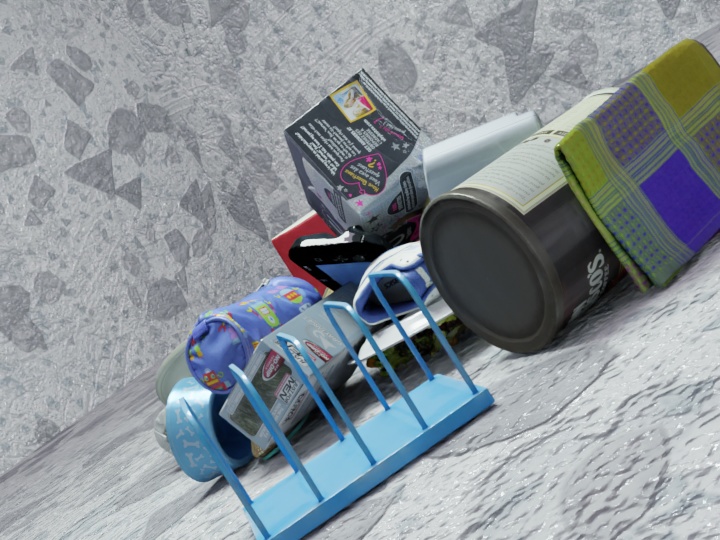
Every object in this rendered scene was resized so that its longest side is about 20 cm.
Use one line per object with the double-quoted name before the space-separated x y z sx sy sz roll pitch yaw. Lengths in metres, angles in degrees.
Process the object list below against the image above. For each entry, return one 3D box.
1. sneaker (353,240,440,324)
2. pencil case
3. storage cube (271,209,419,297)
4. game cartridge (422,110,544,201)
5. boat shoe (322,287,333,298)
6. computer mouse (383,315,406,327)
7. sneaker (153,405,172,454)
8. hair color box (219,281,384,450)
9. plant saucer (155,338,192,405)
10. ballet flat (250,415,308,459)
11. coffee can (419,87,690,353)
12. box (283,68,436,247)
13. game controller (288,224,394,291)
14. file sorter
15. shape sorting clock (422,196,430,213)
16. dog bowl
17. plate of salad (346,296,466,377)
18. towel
"sneaker" 0.079 -0.006 1.012 0.200 0.075 0.088 -36 8 27
"pencil case" -0.108 0.060 1.130 0.078 0.087 0.200 -41 -4 25
"storage cube" 0.020 -0.024 1.420 0.171 0.180 0.200 -30 7 23
"game cartridge" 0.145 -0.066 1.060 0.133 0.200 0.042 -24 48 17
"boat shoe" -0.011 0.027 1.295 0.201 0.071 0.076 -67 -10 15
"computer mouse" 0.029 0.079 1.258 0.059 0.034 0.200 -23 -10 -46
"sneaker" -0.160 0.171 1.329 0.199 0.078 0.099 -24 -1 17
"hair color box" -0.050 0.090 1.082 0.099 0.061 0.200 -59 -12 26
"plant saucer" -0.163 0.138 1.394 0.199 0.050 0.200 -20 -33 -14
"ballet flat" -0.080 0.134 1.156 0.070 0.065 0.200 -33 4 23
"coffee can" 0.169 -0.045 0.901 0.200 0.147 0.146 -35 6 -28
"box" 0.009 -0.100 1.183 0.115 0.132 0.200 -39 -17 -7
"game controller" 0.000 0.000 1.160 0.104 0.042 0.200 -12 -21 17
"file sorter" -0.026 0.101 0.833 0.200 0.123 0.139 -33 6 -10
"shape sorting clock" 0.164 -0.081 1.149 0.199 0.039 0.200 -11 -14 -3
"dog bowl" -0.133 0.146 1.159 0.049 0.112 0.200 -14 13 26
"plate of salad" 0.078 0.054 1.067 0.200 0.048 0.200 -28 -2 -1
"towel" 0.249 -0.090 0.855 0.200 0.144 0.023 -36 3 -29
